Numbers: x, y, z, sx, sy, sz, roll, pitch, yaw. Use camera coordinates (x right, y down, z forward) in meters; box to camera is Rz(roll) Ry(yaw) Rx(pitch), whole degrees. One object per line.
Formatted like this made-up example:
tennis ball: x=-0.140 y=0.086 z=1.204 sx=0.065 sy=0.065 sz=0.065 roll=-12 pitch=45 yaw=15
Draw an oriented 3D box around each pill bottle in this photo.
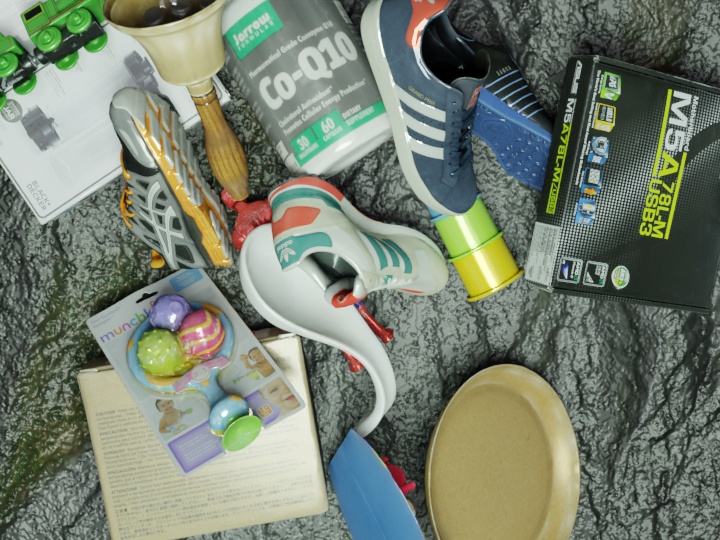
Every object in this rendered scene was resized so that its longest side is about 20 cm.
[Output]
pill bottle: x=-0.056 y=-0.183 z=0.883 sx=0.112 sy=0.113 sz=0.201 roll=-32 pitch=89 yaw=1

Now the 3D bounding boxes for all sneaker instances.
sneaker: x=0.071 y=-0.130 z=0.835 sx=0.084 sy=0.075 sz=0.201 roll=-1 pitch=129 yaw=34
sneaker: x=0.132 y=-0.147 z=0.925 sx=0.199 sy=0.070 sz=0.079 roll=33 pitch=59 yaw=-22
sneaker: x=0.000 y=0.000 z=0.886 sx=0.070 sy=0.094 sz=0.199 roll=-28 pitch=139 yaw=35
sneaker: x=-0.170 y=-0.065 z=0.876 sx=0.076 sy=0.079 sz=0.201 roll=-14 pitch=136 yaw=6

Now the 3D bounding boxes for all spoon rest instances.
spoon rest: x=-0.031 y=0.046 z=0.886 sx=0.060 sy=0.099 sz=0.201 roll=-28 pitch=102 yaw=35

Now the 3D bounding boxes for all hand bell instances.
hand bell: x=-0.127 y=-0.139 z=0.851 sx=0.103 sy=0.105 sz=0.201 roll=-15 pitch=132 yaw=-1

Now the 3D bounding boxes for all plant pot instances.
plant pot: x=0.126 y=0.186 z=0.937 sx=0.198 sy=0.027 sz=0.203 roll=5 pitch=82 yaw=-39

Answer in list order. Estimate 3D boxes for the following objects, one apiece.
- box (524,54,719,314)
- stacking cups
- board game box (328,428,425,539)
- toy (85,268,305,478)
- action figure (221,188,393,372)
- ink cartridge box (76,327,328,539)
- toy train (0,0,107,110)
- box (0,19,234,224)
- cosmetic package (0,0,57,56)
box: x=0.248 y=-0.071 z=0.917 sx=0.191 sy=0.047 sz=0.203 roll=9 pitch=96 yaw=-26
stacking cups: x=0.073 y=-0.072 z=0.939 sx=0.060 sy=0.061 sz=0.201 roll=-30 pitch=94 yaw=1
board game box: x=0.033 y=0.217 z=0.910 sx=0.039 sy=0.200 sz=0.159 roll=-22 pitch=71 yaw=-21
toy: x=-0.145 y=0.066 z=0.870 sx=0.114 sy=0.048 sz=0.200 roll=-28 pitch=53 yaw=-19
action figure: x=-0.056 y=0.001 z=0.942 sx=0.065 sy=0.052 sz=0.200 roll=-41 pitch=98 yaw=-2
ink cartridge box: x=-0.137 y=0.147 z=0.942 sx=0.197 sy=0.075 sz=0.167 roll=-9 pitch=96 yaw=-1
toy train: x=-0.246 y=-0.199 z=0.857 sx=0.199 sy=0.042 sz=0.057 roll=-31 pitch=63 yaw=2
box: x=-0.222 y=-0.143 z=0.910 sx=0.199 sy=0.060 sz=0.117 roll=-34 pitch=97 yaw=2
cosmetic package: x=-0.232 y=-0.258 z=0.900 sx=0.199 sy=0.051 sz=0.083 roll=-32 pitch=101 yaw=1
